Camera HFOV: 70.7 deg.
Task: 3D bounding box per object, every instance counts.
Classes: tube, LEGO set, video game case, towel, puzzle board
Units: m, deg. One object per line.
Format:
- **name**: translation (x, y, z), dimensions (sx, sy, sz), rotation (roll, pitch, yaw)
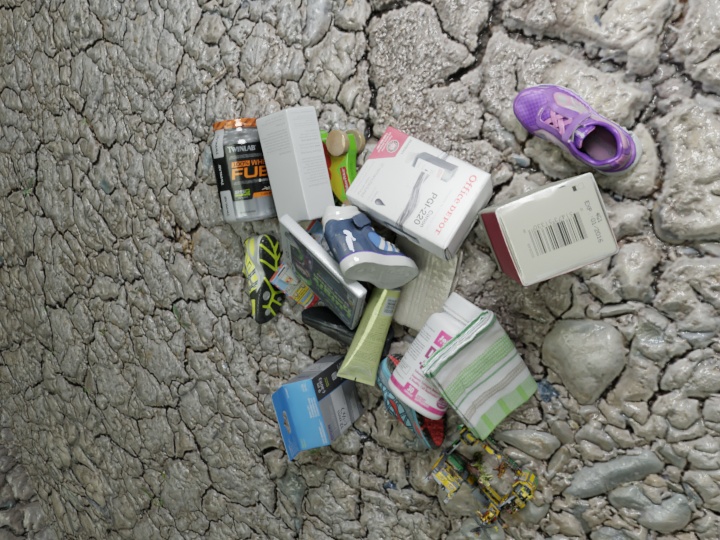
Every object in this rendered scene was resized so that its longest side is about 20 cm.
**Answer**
- **tube**: translation (0.020, 0.120, 0.960), dimensions (0.058, 0.052, 0.201), rotation (25, 103, 32)
- **LEGO set**: translation (0.217, 0.391, 0.939), dimensions (0.200, 0.116, 0.154), rotation (51, 123, 9)
- **video game case**: translation (-0.073, 0.009, 0.932), dimensions (0.200, 0.023, 0.182), rotation (43, 160, 13)
- **towel**: translation (0.111, 0.020, 0.950), dimensions (0.132, 0.034, 0.201), rotation (24, 116, 25)
- **towel**: translation (0.205, 0.178, 0.837), dimensions (0.149, 0.031, 0.200), rotation (-40, 116, -4)
- **puzzle board**: translation (-0.084, 0.005, 1.045), dimensions (0.151, 0.017, 0.200), rotation (37, 121, -5)

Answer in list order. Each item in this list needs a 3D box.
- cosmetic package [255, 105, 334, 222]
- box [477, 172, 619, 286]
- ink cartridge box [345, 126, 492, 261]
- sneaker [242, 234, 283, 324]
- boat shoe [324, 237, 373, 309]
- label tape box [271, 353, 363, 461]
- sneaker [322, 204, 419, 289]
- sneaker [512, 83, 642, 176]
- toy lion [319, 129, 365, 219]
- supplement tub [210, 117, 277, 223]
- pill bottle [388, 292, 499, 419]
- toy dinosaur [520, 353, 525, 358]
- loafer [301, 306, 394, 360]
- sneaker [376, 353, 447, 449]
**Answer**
- **cosmetic package**: translation (-0.119, -0.194, 0.947), dimensions (0.102, 0.074, 0.201), rotation (2, 109, 46)
- **box**: translation (0.254, -0.058, 0.723), dimensions (0.128, 0.200, 0.109), rotation (-21, 93, 9)
- **ink cartridge box**: translation (0.099, -0.128, 0.852), dimensions (0.200, 0.085, 0.146), rotation (31, 87, 18)
- **sneaker**: translation (-0.221, 0.018, 1.135), dimensions (0.076, 0.075, 0.201), rotation (7, 97, 37)
- **boat shoe**: translation (0.000, 0.000, 0.970), dimensions (0.071, 0.062, 0.200), rotation (40, 160, 57)
- **label tape box**: translation (-0.083, 0.274, 1.039), dimensions (0.066, 0.200, 0.144), rotation (-11, 98, 31)
- **sneaker**: translation (0.015, -0.053, 0.880), dimensions (0.081, 0.200, 0.147), rotation (-36, 62, 28)
- **sneaker**: translation (0.307, -0.206, 0.734), dimensions (0.200, 0.088, 0.081), rotation (38, 121, 18)
- **toy lion**: translation (-0.072, -0.184, 0.992), dimensions (0.191, 0.069, 0.201), rotation (-6, 101, 39)
- **supplement tub**: translation (-0.238, -0.204, 1.044), dimensions (0.122, 0.122, 0.201), rotation (-1, 104, 31)
- **pill bottle**: translation (0.146, 0.146, 0.885), dimensions (0.113, 0.113, 0.200), rotation (34, 95, 19)
- **toy dinosaur**: translation (0.212, 0.209, 0.918), dimensions (0.102, 0.077, 0.200), rotation (40, 125, 0)
- **loafer**: translation (-0.032, 0.129, 1.036), dimensions (0.199, 0.073, 0.072), rotation (18, 118, 19)
- **sneaker**: translation (0.096, 0.265, 1.016), dimensions (0.096, 0.079, 0.200), rotation (-40, 75, 47)
